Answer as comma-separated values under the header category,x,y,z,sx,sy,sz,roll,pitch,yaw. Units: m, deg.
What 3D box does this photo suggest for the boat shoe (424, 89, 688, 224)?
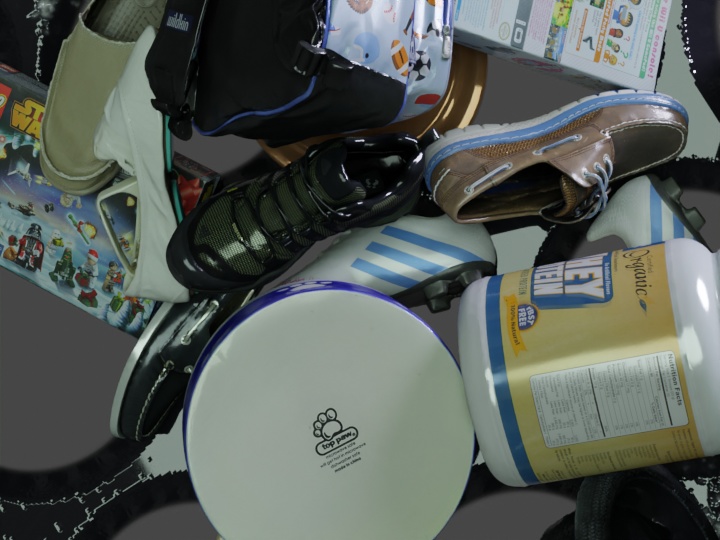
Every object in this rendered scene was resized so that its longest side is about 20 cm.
category,x,y,z,sx,sy,sz,roll,pitch,yaw
boat shoe,0.147,-0.070,1.069,0.198,0.073,0.073,-14,50,-2

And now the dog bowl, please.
category,x,y,z,sx,sy,sz,roll,pitch,yaw
dog bowl,-0.023,0.109,1.019,0.198,0.079,0.203,0,92,-7

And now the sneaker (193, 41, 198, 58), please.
category,x,y,z,sx,sy,sz,roll,pitch,yaw
sneaker,-0.139,-0.201,1.138,0.079,0.071,0.202,27,99,6

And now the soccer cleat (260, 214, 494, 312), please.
category,x,y,z,sx,sy,sz,roll,pitch,yaw
soccer cleat,0.000,0.000,1.107,0.198,0.070,0.087,-16,68,-4

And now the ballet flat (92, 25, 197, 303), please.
category,x,y,z,sx,sy,sz,roll,pitch,yaw
ballet flat,-0.155,-0.067,1.041,0.069,0.070,0.202,-2,113,6

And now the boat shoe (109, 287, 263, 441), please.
category,x,y,z,sx,sy,sz,roll,pitch,yaw
boat shoe,-0.121,0.045,1.121,0.060,0.076,0.202,27,92,12

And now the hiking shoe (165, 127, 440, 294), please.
category,x,y,z,sx,sy,sz,roll,pitch,yaw
hiking shoe,-0.042,-0.052,1.016,0.199,0.101,0.076,-26,75,-20

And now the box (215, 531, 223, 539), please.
category,x,y,z,sx,sy,sz,roll,pitch,yaw
box,-0.050,0.177,1.106,0.094,0.078,0.202,15,90,7

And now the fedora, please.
category,x,y,z,sx,sy,sz,roll,pitch,yaw
fedora,0.188,0.234,1.059,0.091,0.200,0.203,-24,85,39

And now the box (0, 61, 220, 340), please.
category,x,y,z,sx,sy,sz,roll,pitch,yaw
box,-0.222,-0.054,1.138,0.198,0.040,0.138,26,105,7

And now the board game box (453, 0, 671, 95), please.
category,x,y,z,sx,sy,sz,roll,pitch,yaw
board game box,0.131,-0.220,1.059,0.198,0.064,0.149,14,89,-27

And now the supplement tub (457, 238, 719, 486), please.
category,x,y,z,sx,sy,sz,roll,pitch,yaw
supplement tub,0.176,0.060,1.001,0.198,0.145,0.146,-12,86,15

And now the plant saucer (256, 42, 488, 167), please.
category,x,y,z,sx,sy,sz,roll,pitch,yaw
plant saucer,-0.002,-0.160,1.137,0.198,0.032,0.203,0,87,6

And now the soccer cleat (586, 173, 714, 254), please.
category,x,y,z,sx,sy,sz,roll,pitch,yaw
soccer cleat,0.244,0.025,1.090,0.086,0.070,0.201,-37,79,14

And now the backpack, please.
category,x,y,z,sx,sy,sz,roll,pitch,yaw
backpack,-0.026,-0.181,0.962,0.199,0.153,0.193,-4,82,50

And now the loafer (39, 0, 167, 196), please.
category,x,y,z,sx,sy,sz,roll,pitch,yaw
loafer,-0.181,-0.152,1.069,0.075,0.068,0.202,21,89,6
